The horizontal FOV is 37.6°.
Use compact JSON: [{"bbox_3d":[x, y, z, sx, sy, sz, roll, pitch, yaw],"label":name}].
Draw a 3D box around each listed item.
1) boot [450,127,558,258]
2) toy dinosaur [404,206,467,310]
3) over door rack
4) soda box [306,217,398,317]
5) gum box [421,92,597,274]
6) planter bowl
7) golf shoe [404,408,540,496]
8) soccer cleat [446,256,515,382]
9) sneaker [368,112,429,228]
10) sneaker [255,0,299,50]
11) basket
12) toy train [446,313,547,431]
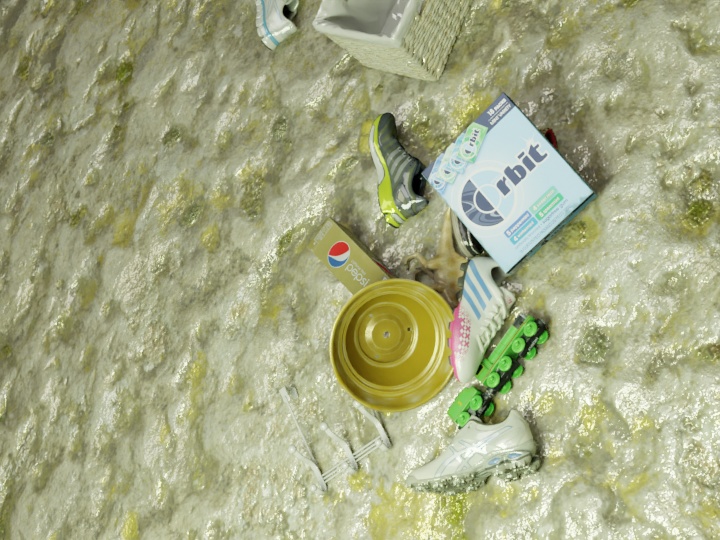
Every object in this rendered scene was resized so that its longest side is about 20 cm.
[{"bbox_3d":[0.219,-0.123,1.601,0.149,0.073,0.202,-7,62,34],"label":"boot"},{"bbox_3d":[0.124,-0.005,1.643,0.100,0.058,0.203,-9,73,18],"label":"toy dinosaur"},{"bbox_3d":[-0.050,0.226,1.656,0.147,0.066,0.201,-36,54,19],"label":"over door rack"},{"bbox_3d":[0.000,0.000,1.713,0.064,0.068,0.200,-51,50,8],"label":"soda box"},{"bbox_3d":[0.214,-0.126,1.539,0.170,0.044,0.201,-44,73,14],"label":"gum box"},{"bbox_3d":[0.046,0.104,1.596,0.202,0.199,0.083,-56,13,3],"label":"planter bowl"},{"bbox_3d":[0.152,0.257,1.488,0.198,0.078,0.098,-18,62,19],"label":"golf shoe"},{"bbox_3d":[0.179,0.066,1.536,0.085,0.070,0.202,-2,59,23],"label":"soccer cleat"},{"bbox_3d":[0.069,-0.172,1.740,0.080,0.074,0.202,-19,68,22],"label":"sneaker"},{"bbox_3d":[-0.162,-0.529,2.064,0.086,0.075,0.202,-22,67,19],"label":"sneaker"},{"bbox_3d":[0.064,-0.450,1.793,0.199,0.160,0.200,20,84,41],"label":"basket"},{"bbox_3d":[0.196,0.146,1.525,0.201,0.042,0.056,-55,39,5],"label":"toy train"}]
